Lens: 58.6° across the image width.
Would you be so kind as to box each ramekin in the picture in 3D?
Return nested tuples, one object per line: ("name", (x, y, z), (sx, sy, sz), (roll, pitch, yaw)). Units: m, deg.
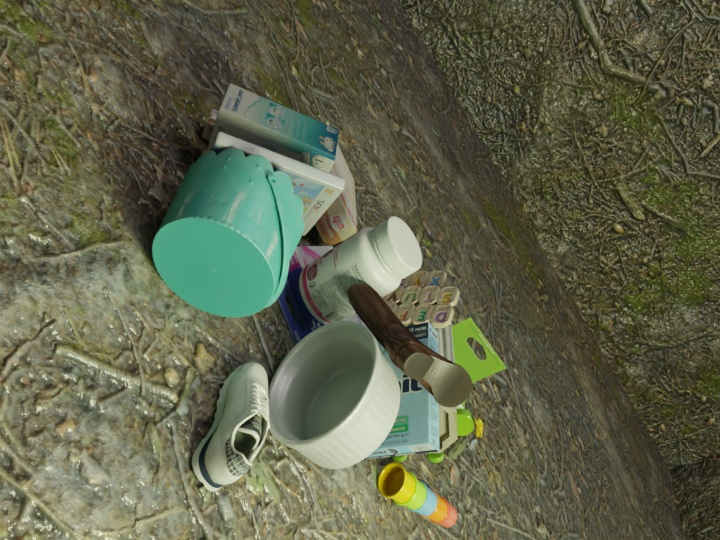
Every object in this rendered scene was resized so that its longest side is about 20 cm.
("ramekin", (-0.035, 0.185, 0.940), (0.098, 0.196, 0.204), (49, 29, -34))

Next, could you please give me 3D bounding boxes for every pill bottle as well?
("pill bottle", (0.000, 0.000, 1.078), (0.113, 0.197, 0.116), (37, 36, -34))

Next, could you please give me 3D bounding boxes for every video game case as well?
("video game case", (-0.144, -0.123, 0.978), (0.195, 0.182, 0.023), (18, 64, -19))

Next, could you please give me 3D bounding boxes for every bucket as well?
("bucket", (-0.181, -0.045, 0.892), (0.207, 0.204, 0.137), (46, 38, -27))

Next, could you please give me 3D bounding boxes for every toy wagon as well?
("toy wagon", (0.116, 0.265, 1.121), (0.040, 0.193, 0.159), (-74, 160, -60))

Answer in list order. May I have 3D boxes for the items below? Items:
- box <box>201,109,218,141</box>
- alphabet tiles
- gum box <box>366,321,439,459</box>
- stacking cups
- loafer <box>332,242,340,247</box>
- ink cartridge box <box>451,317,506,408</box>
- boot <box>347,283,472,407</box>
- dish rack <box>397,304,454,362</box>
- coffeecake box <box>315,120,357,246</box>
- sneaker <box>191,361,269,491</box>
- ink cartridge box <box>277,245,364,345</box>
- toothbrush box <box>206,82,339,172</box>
("box", (-0.182, -0.213, 1.131), (0.196, 0.042, 0.039), (26, 46, -12))
("alphabet tiles", (0.094, 0.068, 1.262), (0.015, 0.194, 0.198), (64, 38, -38))
("gum box", (0.046, 0.199, 1.054), (0.045, 0.166, 0.205), (45, 40, -46))
("stacking cups", (0.105, 0.407, 1.142), (0.200, 0.059, 0.062), (45, 30, -39))
("loafer", (-0.020, -0.015, 1.294), (0.071, 0.062, 0.205), (19, 49, -55))
("ink cartridge box", (0.170, 0.205, 1.276), (0.149, 0.197, 0.076), (51, 28, -18))
("boot", (0.072, 0.110, 0.995), (0.186, 0.064, 0.200), (42, 2, -41))
("dish rack", (0.092, 0.132, 1.236), (0.203, 0.167, 0.044), (-85, 155, -49))
("coffeecake box", (-0.067, -0.176, 1.288), (0.203, 0.071, 0.156), (-94, 162, -51))
("sneaker", (-0.149, 0.195, 0.849), (0.077, 0.079, 0.202), (46, 29, -24))
("ink cartridge box", (-0.073, 0.053, 1.162), (0.199, 0.043, 0.201), (-6, 71, -63))
("toothbrush box", (-0.150, -0.188, 1.055), (0.195, 0.148, 0.087), (18, 40, -14))
